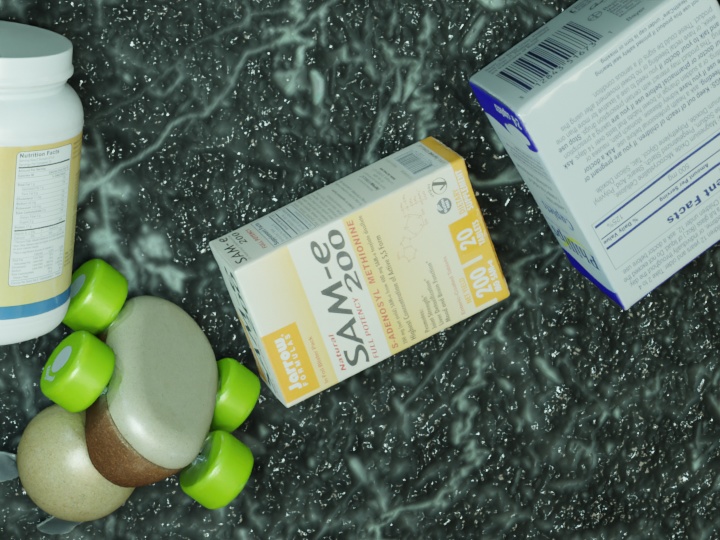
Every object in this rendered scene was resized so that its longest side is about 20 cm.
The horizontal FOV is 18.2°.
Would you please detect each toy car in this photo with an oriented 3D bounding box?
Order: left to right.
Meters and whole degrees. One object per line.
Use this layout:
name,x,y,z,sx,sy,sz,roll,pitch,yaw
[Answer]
toy car,-0.201,0.124,1.676,0.164,0.158,0.200,38,120,-25

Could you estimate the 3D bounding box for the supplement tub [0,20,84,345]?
supplement tub,-0.266,-0.063,1.552,0.143,0.145,0.202,-1,108,-22

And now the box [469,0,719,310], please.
box,0.215,-0.110,1.753,0.183,0.105,0.201,-35,117,-7

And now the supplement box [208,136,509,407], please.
supplement box,0.000,0.000,1.722,0.199,0.074,0.127,-27,115,-11
